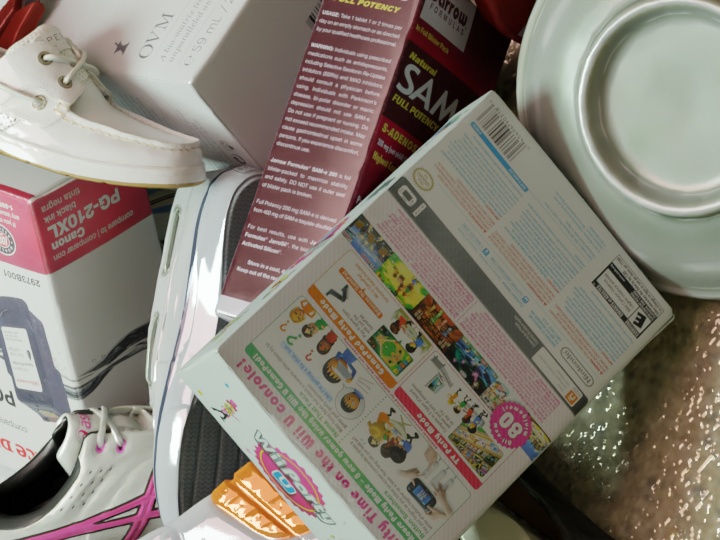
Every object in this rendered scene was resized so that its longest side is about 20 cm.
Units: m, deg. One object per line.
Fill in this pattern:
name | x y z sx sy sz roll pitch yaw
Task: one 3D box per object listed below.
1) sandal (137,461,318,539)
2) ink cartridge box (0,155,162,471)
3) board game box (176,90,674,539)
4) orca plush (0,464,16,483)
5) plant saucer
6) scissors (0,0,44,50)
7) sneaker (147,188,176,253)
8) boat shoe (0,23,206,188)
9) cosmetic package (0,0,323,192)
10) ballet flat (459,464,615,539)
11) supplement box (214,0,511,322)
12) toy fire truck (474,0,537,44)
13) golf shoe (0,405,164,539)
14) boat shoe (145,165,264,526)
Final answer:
sandal | -0.050 0.142 1.372 0.206 0.059 0.079 -27 66 16
ink cartridge box | -0.181 0.017 1.530 0.144 0.084 0.201 17 129 42
board game box | 0.034 0.035 1.301 0.200 0.148 0.064 -43 7 -25
orca plush | -0.158 0.149 1.574 0.199 0.071 0.105 13 38 34
plant saucer | 0.161 -0.082 1.298 0.199 0.050 0.201 5 102 26
scissors | -0.175 -0.148 1.478 0.200 0.014 0.073 -49 43 6
sneaker | -0.089 -0.030 1.557 0.199 0.072 0.073 -14 58 35
boat shoe | -0.170 -0.095 1.412 0.199 0.071 0.070 17 99 11
cosmetic package | -0.079 -0.154 1.516 0.200 0.123 0.200 10 60 45
ballet flat | 0.058 0.113 1.367 0.200 0.068 0.068 33 98 44
supplement box | 0.004 -0.051 1.393 0.061 0.109 0.201 14 81 30
toy fire truck | 0.117 -0.211 1.367 0.200 0.168 0.112 -55 46 11
golf shoe | -0.122 0.107 1.459 0.200 0.092 0.073 -32 36 -9
boat shoe | -0.079 0.044 1.430 0.067 0.073 0.201 8 85 50
